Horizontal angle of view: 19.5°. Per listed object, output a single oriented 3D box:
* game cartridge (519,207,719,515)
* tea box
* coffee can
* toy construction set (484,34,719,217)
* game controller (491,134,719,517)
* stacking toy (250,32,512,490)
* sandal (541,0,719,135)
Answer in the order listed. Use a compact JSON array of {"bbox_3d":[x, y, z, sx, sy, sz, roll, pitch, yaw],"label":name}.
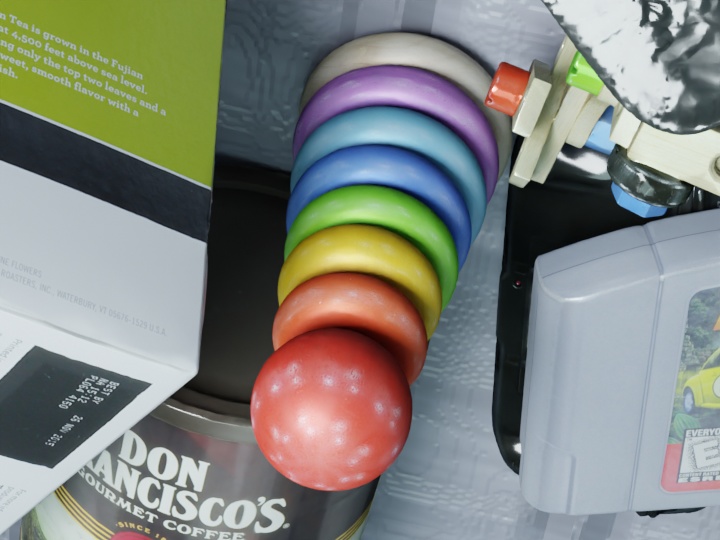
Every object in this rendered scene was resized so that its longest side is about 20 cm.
[{"bbox_3d":[0.164,0.033,0.815,0.200,0.041,0.133,-4,126,-5],"label":"game cartridge"},{"bbox_3d":[-0.153,-0.025,0.733,0.134,0.197,0.200,22,140,-27],"label":"tea box"},{"bbox_3d":[-0.063,0.078,0.871,0.146,0.146,0.200,16,131,1],"label":"coffee can"},{"bbox_3d":[0.141,-0.050,0.726,0.200,0.131,0.092,9,119,7],"label":"toy construction set"},{"bbox_3d":[0.107,0.021,0.859,0.104,0.042,0.200,17,132,19],"label":"game controller"},{"bbox_3d":[0.000,0.000,0.755,0.085,0.200,0.085,7,130,9],"label":"stacking toy"},{"bbox_3d":[0.050,-0.125,0.635,0.200,0.048,0.075,48,122,9],"label":"sandal"}]
